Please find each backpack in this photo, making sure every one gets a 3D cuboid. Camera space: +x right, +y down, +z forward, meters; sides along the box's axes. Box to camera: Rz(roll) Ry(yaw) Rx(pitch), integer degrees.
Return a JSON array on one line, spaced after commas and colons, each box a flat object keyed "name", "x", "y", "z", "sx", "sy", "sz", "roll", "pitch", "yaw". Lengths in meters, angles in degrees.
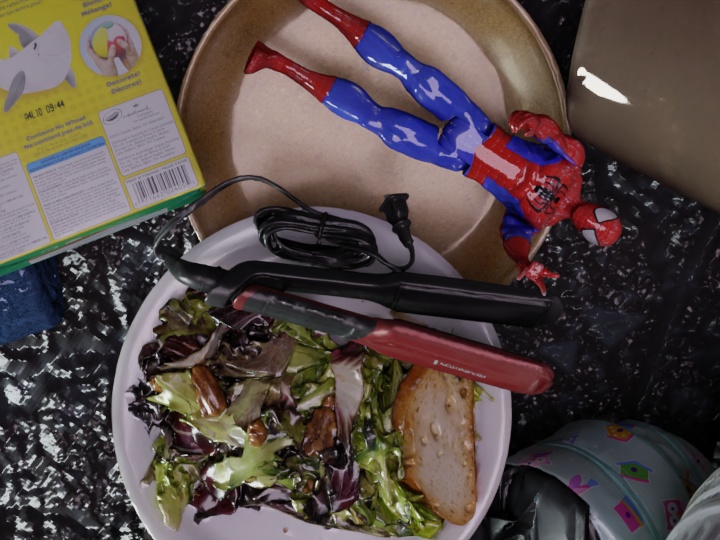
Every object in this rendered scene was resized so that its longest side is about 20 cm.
[{"name": "backpack", "x": 0.117, "y": 0.178, "z": 0.775, "sx": 0.126, "sy": 0.166, "sz": 0.202, "roll": -17, "pitch": 106, "yaw": -40}]

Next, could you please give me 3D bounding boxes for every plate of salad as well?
[{"name": "plate of salad", "x": -0.026, "y": 0.068, "z": 0.736, "sx": 0.198, "sy": 0.048, "sz": 0.202, "roll": 0, "pitch": 86, "yaw": 6}]

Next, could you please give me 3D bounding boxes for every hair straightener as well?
[{"name": "hair straightener", "x": 0.000, "y": 0.000, "z": 0.721, "sx": 0.198, "sy": 0.041, "sz": 0.078, "roll": 12, "pitch": 67, "yaw": 3}]

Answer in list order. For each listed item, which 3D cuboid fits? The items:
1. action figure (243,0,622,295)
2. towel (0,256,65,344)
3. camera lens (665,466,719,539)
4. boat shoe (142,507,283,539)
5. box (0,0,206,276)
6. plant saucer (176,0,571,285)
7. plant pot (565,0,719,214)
[{"name": "action figure", "x": 0.043, "y": -0.060, "z": 0.707, "sx": 0.199, "sy": 0.099, "sz": 0.066, "roll": 30, "pitch": 103, "yaw": -11}, {"name": "towel", "x": -0.258, "y": 0.004, "z": 0.775, "sx": 0.198, "sy": 0.049, "sz": 0.113, "roll": -16, "pitch": 104, "yaw": 2}, {"name": "camera lens", "x": 0.238, "y": 0.124, "z": 0.680, "sx": 0.200, "sy": 0.159, "sz": 0.161, "roll": -37, "pitch": 106, "yaw": -36}, {"name": "boat shoe", "x": -0.027, "y": 0.107, "z": 0.798, "sx": 0.199, "sy": 0.072, "sz": 0.060, "roll": -24, "pitch": 59, "yaw": 8}, {"name": "box", "x": -0.162, "y": -0.110, "z": 0.722, "sx": 0.117, "sy": 0.048, "sz": 0.201, "roll": -21, "pitch": 89, "yaw": -8}, {"name": "plant saucer", "x": 0.006, "y": -0.066, "z": 0.770, "sx": 0.198, "sy": 0.035, "sz": 0.202, "roll": 0, "pitch": 104, "yaw": -1}, {"name": "plant pot", "x": 0.194, "y": -0.100, "z": 0.704, "sx": 0.173, "sy": 0.200, "sz": 0.202, "roll": 17, "pitch": 103, "yaw": 14}]
